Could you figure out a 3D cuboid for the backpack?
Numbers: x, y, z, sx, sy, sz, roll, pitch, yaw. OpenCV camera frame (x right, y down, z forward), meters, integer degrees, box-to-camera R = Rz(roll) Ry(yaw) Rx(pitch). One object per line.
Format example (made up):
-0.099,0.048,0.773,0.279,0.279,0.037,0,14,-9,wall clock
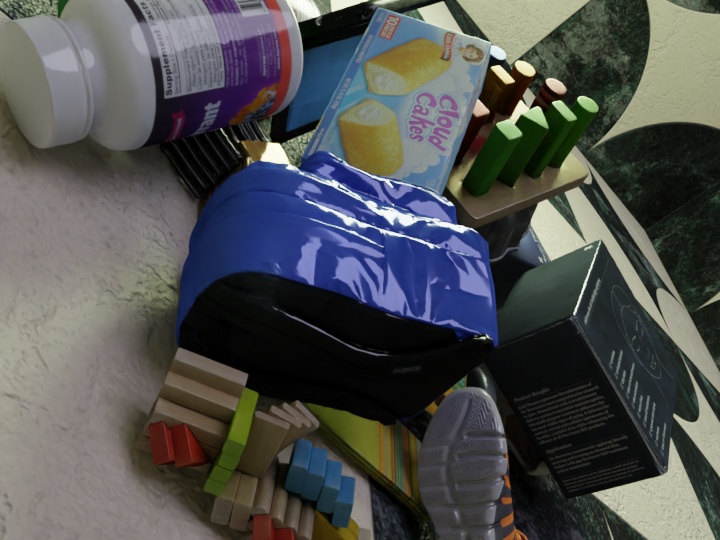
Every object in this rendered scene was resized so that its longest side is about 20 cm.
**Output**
-0.029,0.009,0.586,0.197,0.163,0.170,13,49,-21,backpack

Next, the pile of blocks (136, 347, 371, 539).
-0.053,0.135,0.498,0.200,0.082,0.062,46,24,-21,pile of blocks

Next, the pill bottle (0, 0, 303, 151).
-0.149,-0.151,0.595,0.198,0.111,0.112,-23,76,-38,pill bottle

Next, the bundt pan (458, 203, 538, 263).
0.120,-0.111,0.940,0.198,0.076,0.205,8,56,-12,bundt pan

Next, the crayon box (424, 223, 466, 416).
0.065,0.047,0.786,0.126,0.051,0.203,46,46,-55,crayon box

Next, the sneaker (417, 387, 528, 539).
0.103,0.207,0.697,0.112,0.076,0.204,31,58,-58,sneaker

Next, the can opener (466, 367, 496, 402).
0.106,0.102,0.883,0.052,0.066,0.201,36,25,-32,can opener

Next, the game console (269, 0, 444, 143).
0.008,-0.227,0.891,0.199,0.174,0.118,-34,114,-48,game console

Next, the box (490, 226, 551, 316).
0.140,-0.056,1.083,0.197,0.123,0.202,14,45,-55,box

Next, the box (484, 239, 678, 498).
0.253,0.106,0.921,0.198,0.123,0.200,59,33,-10,box

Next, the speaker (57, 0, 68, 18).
-0.152,-0.213,0.710,0.198,0.088,0.089,-6,61,-43,speaker

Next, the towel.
-0.007,0.126,0.687,0.200,0.018,0.086,45,22,-22,towel

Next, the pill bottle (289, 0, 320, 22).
-0.113,-0.267,0.888,0.199,0.112,0.114,12,47,-59,pill bottle

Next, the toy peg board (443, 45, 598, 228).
0.138,-0.171,0.867,0.198,0.098,0.200,-21,63,-37,toy peg board

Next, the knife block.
-0.088,-0.072,0.733,0.199,0.064,0.177,37,30,-35,knife block

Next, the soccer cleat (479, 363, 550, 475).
0.178,0.142,0.959,0.077,0.069,0.202,0,61,-59,soccer cleat

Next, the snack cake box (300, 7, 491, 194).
0.034,-0.130,0.720,0.113,0.068,0.202,17,57,8,snack cake box
